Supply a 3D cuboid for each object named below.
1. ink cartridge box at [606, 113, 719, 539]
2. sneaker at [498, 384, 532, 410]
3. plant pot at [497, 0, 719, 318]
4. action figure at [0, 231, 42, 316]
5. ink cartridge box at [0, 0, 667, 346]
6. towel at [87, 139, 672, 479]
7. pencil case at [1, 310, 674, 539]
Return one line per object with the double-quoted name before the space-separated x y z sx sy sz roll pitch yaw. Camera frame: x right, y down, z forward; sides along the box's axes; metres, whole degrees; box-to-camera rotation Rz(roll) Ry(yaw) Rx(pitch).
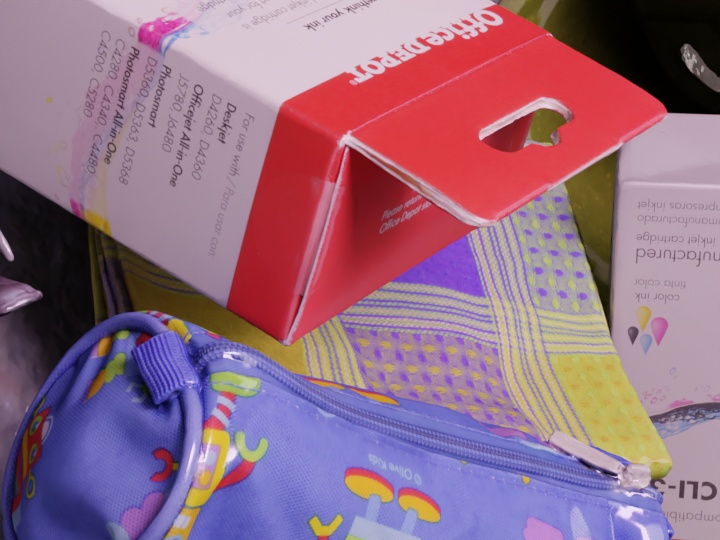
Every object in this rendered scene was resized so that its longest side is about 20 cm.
"ink cartridge box" 0.144 0.050 0.822 0.068 0.116 0.201 -75 166 -63
"sneaker" 0.043 0.138 0.745 0.073 0.087 0.201 -9 74 -25
"plant pot" 0.155 -0.079 0.910 0.201 0.200 0.184 61 28 -17
"action figure" -0.154 -0.070 0.579 0.130 0.069 0.201 -23 94 -23
"ink cartridge box" -0.029 -0.051 0.647 0.116 0.199 0.068 -30 145 -51
"towel" 0.000 0.000 0.724 0.199 0.023 0.144 11 47 -28
"pencil case" 0.004 0.069 0.627 0.199 0.087 0.078 20 23 -37
